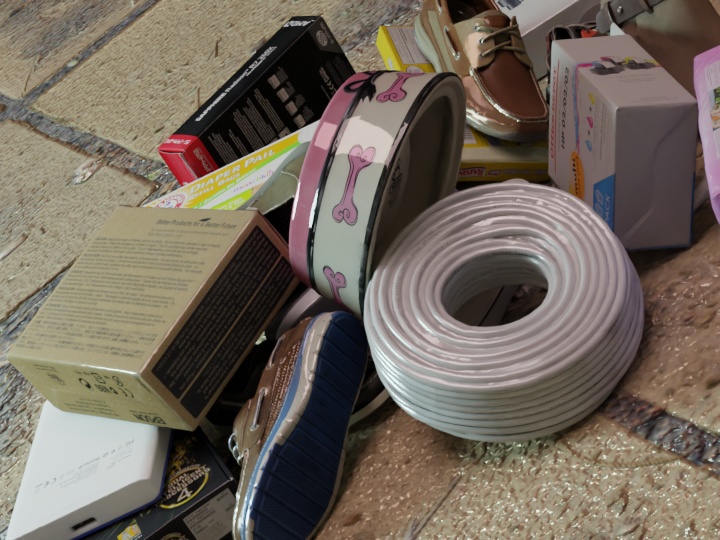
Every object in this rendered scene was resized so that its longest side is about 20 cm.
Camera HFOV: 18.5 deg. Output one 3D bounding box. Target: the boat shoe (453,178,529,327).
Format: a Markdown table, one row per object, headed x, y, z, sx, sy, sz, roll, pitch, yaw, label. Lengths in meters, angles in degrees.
| x | y | z | sx | sy | sz | roll | pitch | yaw | label |
| --- | --- | --- | --- | --- | --- | --- | --- | --- | --- |
| 0.087 | -0.017 | 1.717 | 0.071 | 0.070 | 0.200 | -11 | 35 | 37 | boat shoe |

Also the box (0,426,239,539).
| x | y | z | sx | sy | sz | roll | pitch | yaw | label |
| --- | --- | --- | --- | --- | --- | --- | --- | --- | --- |
| -0.186 | 0.200 | 1.681 | 0.199 | 0.049 | 0.161 | -35 | 23 | -5 | box |

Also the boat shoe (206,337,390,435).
| x | y | z | sx | sy | sz | roll | pitch | yaw | label |
| --- | --- | --- | --- | --- | --- | --- | --- | --- | --- |
| -0.058 | 0.087 | 1.711 | 0.199 | 0.068 | 0.072 | -5 | 36 | 41 | boat shoe |

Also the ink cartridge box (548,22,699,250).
| x | y | z | sx | sy | sz | roll | pitch | yaw | label |
| --- | --- | --- | --- | --- | --- | --- | --- | --- | --- |
| 0.191 | -0.106 | 1.686 | 0.067 | 0.116 | 0.200 | -5 | 24 | -11 | ink cartridge box |

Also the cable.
| x | y | z | sx | sy | sz | roll | pitch | yaw | label |
| --- | --- | --- | --- | --- | --- | --- | --- | --- | --- |
| 0.102 | 0.027 | 1.573 | 0.199 | 0.069 | 0.200 | 27 | 60 | 36 | cable |

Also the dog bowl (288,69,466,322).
| x | y | z | sx | sy | sz | roll | pitch | yaw | label |
| --- | --- | --- | --- | --- | --- | --- | --- | --- | --- |
| 0.011 | -0.061 | 1.671 | 0.073 | 0.201 | 0.201 | 18 | 48 | 16 | dog bowl |

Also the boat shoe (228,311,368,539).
| x | y | z | sx | sy | sz | roll | pitch | yaw | label |
| --- | --- | --- | --- | --- | --- | --- | --- | --- | --- |
| -0.054 | 0.125 | 1.620 | 0.072 | 0.072 | 0.201 | -10 | 47 | 43 | boat shoe |

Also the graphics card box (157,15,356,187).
| x | y | z | sx | sy | sz | roll | pitch | yaw | label |
| --- | --- | --- | --- | --- | --- | --- | --- | --- | --- |
| -0.080 | -0.124 | 2.018 | 0.200 | 0.126 | 0.051 | -47 | 30 | -24 | graphics card box |

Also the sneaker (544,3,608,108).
| x | y | z | sx | sy | sz | roll | pitch | yaw | label |
| --- | --- | --- | --- | --- | --- | --- | --- | --- | --- |
| 0.194 | -0.184 | 1.864 | 0.077 | 0.082 | 0.201 | -20 | 30 | 24 | sneaker |

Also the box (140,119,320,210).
| x | y | z | sx | sy | sz | roll | pitch | yaw | label |
| --- | --- | --- | --- | --- | --- | --- | --- | --- | --- |
| -0.088 | -0.028 | 1.893 | 0.199 | 0.102 | 0.113 | -25 | 28 | 16 | box |

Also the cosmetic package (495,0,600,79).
| x | y | z | sx | sy | sz | roll | pitch | yaw | label |
| --- | --- | --- | --- | --- | --- | --- | --- | --- | --- |
| 0.154 | -0.231 | 2.024 | 0.199 | 0.052 | 0.151 | -33 | 30 | 1 | cosmetic package |

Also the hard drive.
| x | y | z | sx | sy | sz | roll | pitch | yaw | label |
| --- | --- | --- | --- | --- | --- | --- | --- | --- | --- |
| -0.203 | 0.138 | 1.727 | 0.131 | 0.025 | 0.200 | -26 | 25 | 15 | hard drive |

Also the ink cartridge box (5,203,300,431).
| x | y | z | sx | sy | sz | roll | pitch | yaw | label |
| --- | --- | --- | --- | --- | --- | --- | --- | --- | --- |
| -0.160 | 0.033 | 1.722 | 0.199 | 0.075 | 0.165 | 4 | 51 | 52 | ink cartridge box |

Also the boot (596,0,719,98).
| x | y | z | sx | sy | sz | roll | pitch | yaw | label |
| --- | --- | --- | --- | --- | --- | --- | --- | --- | --- |
| 0.259 | -0.189 | 1.726 | 0.070 | 0.147 | 0.199 | -34 | 25 | -28 | boot |

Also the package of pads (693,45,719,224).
| x | y | z | sx | sy | sz | roll | pitch | yaw | label |
| --- | --- | --- | --- | --- | --- | --- | --- | --- | --- |
| 0.285 | -0.067 | 1.527 | 0.075 | 0.121 | 0.200 | -21 | 29 | 16 | package of pads |

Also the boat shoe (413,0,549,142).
| x | y | z | sx | sy | sz | roll | pitch | yaw | label |
| --- | --- | --- | --- | --- | --- | --- | --- | --- | --- |
| 0.101 | -0.180 | 1.838 | 0.075 | 0.072 | 0.200 | -6 | 41 | -27 | boat shoe |

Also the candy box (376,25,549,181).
| x | y | z | sx | sy | sz | roll | pitch | yaw | label |
| --- | --- | --- | --- | --- | --- | --- | --- | --- | --- |
| 0.086 | -0.144 | 1.870 | 0.102 | 0.027 | 0.201 | 1 | 39 | -18 | candy box |

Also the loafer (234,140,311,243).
| x | y | z | sx | sy | sz | roll | pitch | yaw | label |
| --- | --- | --- | --- | --- | --- | --- | --- | --- | --- |
| -0.077 | -0.020 | 1.781 | 0.200 | 0.075 | 0.070 | -55 | 9 | 36 | loafer |

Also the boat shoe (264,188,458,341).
| x | y | z | sx | sy | sz | roll | pitch | yaw | label |
| --- | --- | --- | --- | --- | --- | --- | --- | --- | --- |
| 0.000 | 0.000 | 1.798 | 0.200 | 0.070 | 0.066 | -47 | 30 | -10 | boat shoe |
